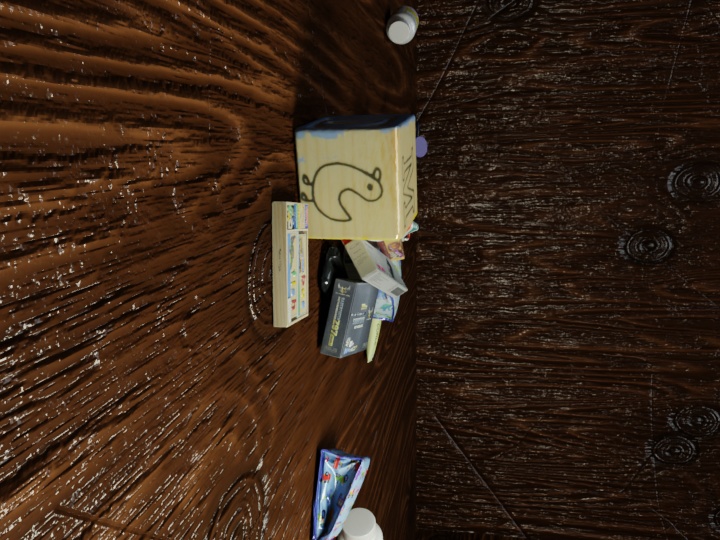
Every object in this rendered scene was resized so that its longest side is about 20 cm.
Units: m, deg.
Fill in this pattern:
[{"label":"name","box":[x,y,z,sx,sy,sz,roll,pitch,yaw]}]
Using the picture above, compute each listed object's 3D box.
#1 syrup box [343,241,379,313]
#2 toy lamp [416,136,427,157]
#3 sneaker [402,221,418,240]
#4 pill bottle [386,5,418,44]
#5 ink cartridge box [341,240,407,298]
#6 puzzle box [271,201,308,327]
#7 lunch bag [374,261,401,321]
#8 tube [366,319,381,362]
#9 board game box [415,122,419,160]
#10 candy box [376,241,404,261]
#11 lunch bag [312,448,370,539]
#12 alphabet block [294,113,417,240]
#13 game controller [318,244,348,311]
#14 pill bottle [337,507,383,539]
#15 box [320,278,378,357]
[{"label":"syrup box","box":[0.000,0.000,1.538,0.081,0.078,0.201,60,33,-70]},{"label":"toy lamp","box":[0.083,-0.309,1.604,0.058,0.200,0.058,-7,101,-38]},{"label":"sneaker","box":[0.083,-0.093,1.737,0.200,0.093,0.071,-37,-137,53]},{"label":"pill bottle","box":[0.146,-0.857,2.200,0.200,0.104,0.105,-72,161,-56]},{"label":"ink cartridge box","box":[0.019,-0.036,1.394,0.174,0.043,0.200,62,13,23]},{"label":"puzzle box","box":[-0.115,-0.014,1.045,0.133,0.025,0.201,-27,118,-79]},{"label":"lunch bag","box":[0.049,0.018,1.686,0.200,0.127,0.171,93,4,-59]},{"label":"tube","box":[0.038,0.172,1.868,0.058,0.052,0.201,9,86,-39]},{"label":"board game box","box":[0.113,-0.378,1.975,0.035,0.135,0.201,73,20,-59]},{"label":"candy box","box":[0.062,-0.135,1.548,0.117,0.056,0.201,64,17,-63]},{"label":"lunch bag","box":[-0.050,0.487,1.327,0.151,0.094,0.201,66,36,-73]},{"label":"alphabet block","box":[-0.001,-0.179,1.174,0.196,0.195,0.201,-51,140,-64]},{"label":"game controller","box":[-0.057,0.031,1.369,0.200,0.042,0.105,73,35,-59]},{"label":"pill bottle","box":[0.002,0.676,1.524,0.111,0.110,0.201,-73,161,-57]},{"label":"box","box":[-0.018,0.099,1.359,0.200,0.051,0.158,8,93,-75]}]
